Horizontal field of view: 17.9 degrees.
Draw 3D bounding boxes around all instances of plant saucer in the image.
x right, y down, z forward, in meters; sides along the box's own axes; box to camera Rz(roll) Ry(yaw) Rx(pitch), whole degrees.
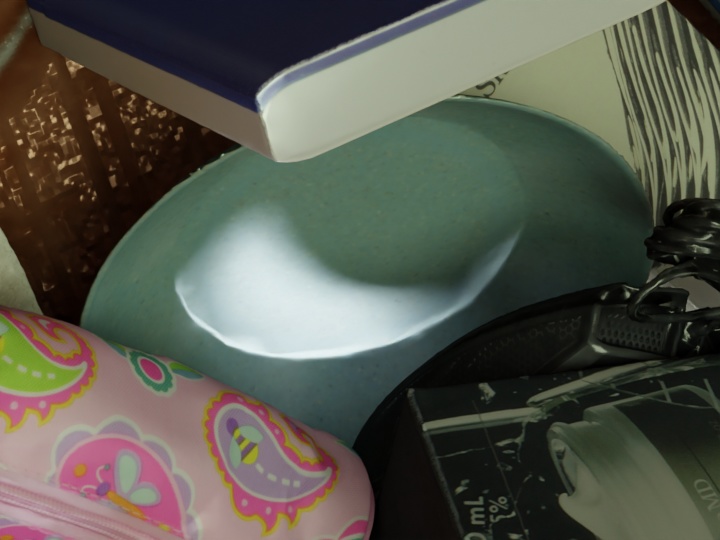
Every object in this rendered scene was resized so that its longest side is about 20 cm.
[{"bbox_3d":[0.000,0.000,0.778,0.200,0.039,0.202,-10,142,-8],"label":"plant saucer"}]

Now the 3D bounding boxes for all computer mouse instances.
[{"bbox_3d":[0.071,0.043,0.785,0.200,0.053,0.138,-35,140,17],"label":"computer mouse"}]

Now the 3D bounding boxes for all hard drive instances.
[{"bbox_3d":[-0.010,-0.086,0.692,0.131,0.200,0.025,-25,113,-18],"label":"hard drive"}]

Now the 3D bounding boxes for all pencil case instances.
[{"bbox_3d":[-0.093,0.059,0.718,0.199,0.087,0.088,27,91,-31],"label":"pencil case"}]

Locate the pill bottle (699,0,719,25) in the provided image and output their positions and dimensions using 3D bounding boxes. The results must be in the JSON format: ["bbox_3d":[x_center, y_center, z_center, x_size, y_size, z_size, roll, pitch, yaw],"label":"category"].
[{"bbox_3d":[0.207,-0.077,0.807,0.112,0.112,0.200,-38,86,-12],"label":"pill bottle"}]

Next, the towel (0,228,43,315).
[{"bbox_3d":[-0.153,0.066,0.759,0.132,0.034,0.201,-29,115,-15],"label":"towel"}]

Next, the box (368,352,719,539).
[{"bbox_3d":[0.121,0.137,0.714,0.195,0.201,0.124,-7,138,-17],"label":"box"}]

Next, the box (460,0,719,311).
[{"bbox_3d":[0.085,-0.058,0.822,0.200,0.068,0.082,37,85,-30],"label":"box"}]
